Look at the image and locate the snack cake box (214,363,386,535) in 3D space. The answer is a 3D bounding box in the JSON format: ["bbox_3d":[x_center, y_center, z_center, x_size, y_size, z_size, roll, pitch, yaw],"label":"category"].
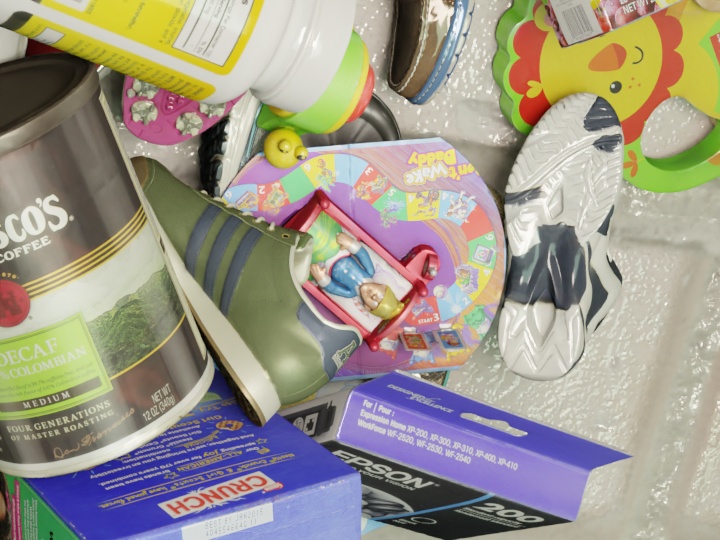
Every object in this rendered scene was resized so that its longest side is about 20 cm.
[{"bbox_3d":[-0.049,0.098,1.396,0.115,0.067,0.201,-21,117,-14],"label":"snack cake box"}]

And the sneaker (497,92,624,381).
[{"bbox_3d":[0.147,-0.023,1.417,0.079,0.130,0.200,4,92,11],"label":"sneaker"}]

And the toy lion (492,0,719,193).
[{"bbox_3d":[0.194,-0.138,1.415,0.191,0.069,0.200,-28,119,-3],"label":"toy lion"}]

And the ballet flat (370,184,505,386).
[{"bbox_3d":[0.040,0.016,1.369,0.075,0.068,0.201,41,61,-32],"label":"ballet flat"}]

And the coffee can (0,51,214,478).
[{"bbox_3d":[-0.185,-0.004,1.148,0.146,0.146,0.201,-26,114,-12],"label":"coffee can"}]

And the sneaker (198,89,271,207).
[{"bbox_3d":[-0.050,-0.114,1.297,0.086,0.078,0.201,10,104,-15],"label":"sneaker"}]

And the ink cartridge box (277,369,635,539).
[{"bbox_3d":[0.041,0.127,1.303,0.198,0.200,0.044,20,65,-29],"label":"ink cartridge box"}]

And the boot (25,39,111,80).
[{"bbox_3d":[-0.161,-0.203,1.183,0.072,0.144,0.201,27,94,11],"label":"boot"}]

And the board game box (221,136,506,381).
[{"bbox_3d":[0.000,0.000,1.279,0.199,0.039,0.159,-5,106,-9],"label":"board game box"}]

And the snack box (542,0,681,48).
[{"bbox_3d":[0.171,-0.267,1.290,0.168,0.068,0.201,-26,95,-27],"label":"snack box"}]

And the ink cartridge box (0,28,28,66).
[{"bbox_3d":[-0.301,-0.155,1.179,0.199,0.088,0.146,7,108,-24],"label":"ink cartridge box"}]

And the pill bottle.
[{"bbox_3d":[-0.108,-0.160,1.109,0.199,0.112,0.113,20,101,-26],"label":"pill bottle"}]

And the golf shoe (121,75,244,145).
[{"bbox_3d":[-0.090,-0.168,1.234,0.075,0.092,0.200,21,121,-20],"label":"golf shoe"}]

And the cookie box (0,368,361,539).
[{"bbox_3d":[-0.118,0.138,1.192,0.171,0.200,0.076,-12,111,-26],"label":"cookie box"}]

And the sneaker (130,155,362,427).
[{"bbox_3d":[-0.072,-0.003,1.235,0.090,0.201,0.067,-28,153,-9],"label":"sneaker"}]

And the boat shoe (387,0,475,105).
[{"bbox_3d":[0.037,-0.211,1.316,0.072,0.072,0.201,8,97,-20],"label":"boat shoe"}]

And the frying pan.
[{"bbox_3d":[-0.055,-0.064,1.355,0.189,0.031,0.115,-15,112,-19],"label":"frying pan"}]

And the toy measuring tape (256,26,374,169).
[{"bbox_3d":[-0.013,-0.156,1.235,0.073,0.074,0.201,20,93,-28],"label":"toy measuring tape"}]
